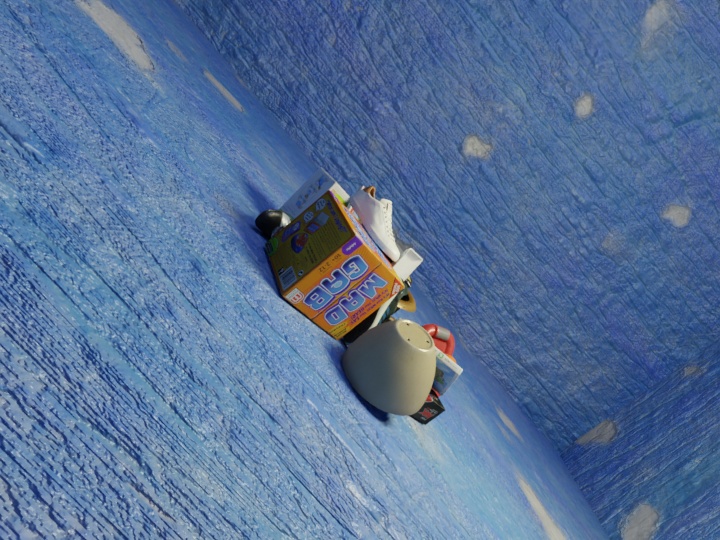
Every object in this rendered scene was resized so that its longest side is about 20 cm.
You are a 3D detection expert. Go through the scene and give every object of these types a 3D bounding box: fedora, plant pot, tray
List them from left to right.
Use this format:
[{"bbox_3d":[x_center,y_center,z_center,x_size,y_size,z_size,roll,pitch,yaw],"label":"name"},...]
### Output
[{"bbox_3d":[0.064,0.067,1.578,0.200,0.082,0.201,35,20,-14],"label":"fedora"},{"bbox_3d":[0.065,0.028,1.358,0.022,0.200,0.107,44,5,25],"label":"tray"},{"bbox_3d":[0.081,0.182,1.169,0.200,0.135,0.201,26,27,-14],"label":"plant pot"}]

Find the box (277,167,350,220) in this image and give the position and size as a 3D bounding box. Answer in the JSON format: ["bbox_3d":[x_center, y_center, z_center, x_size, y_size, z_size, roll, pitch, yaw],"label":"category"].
[{"bbox_3d":[-0.127,-0.156,1.498,0.112,0.200,0.101,43,4,-44],"label":"box"}]

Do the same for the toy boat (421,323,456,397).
[{"bbox_3d":[0.204,0.248,1.492,0.130,0.201,0.131,22,-10,-30],"label":"toy boat"}]

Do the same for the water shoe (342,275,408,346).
[{"bbox_3d":[0.042,0.103,1.299,0.071,0.200,0.079,39,1,43],"label":"water shoe"}]

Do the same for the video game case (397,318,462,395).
[{"bbox_3d":[0.145,0.210,1.321,0.182,0.022,0.200,39,-22,14],"label":"video game case"}]

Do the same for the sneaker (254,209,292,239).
[{"bbox_3d":[-0.176,-0.078,1.364,0.200,0.074,0.089,38,13,-52],"label":"sneaker"}]

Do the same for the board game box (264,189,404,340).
[{"bbox_3d":[-0.061,-0.012,1.252,0.200,0.200,0.200,44,11,-39],"label":"board game box"}]

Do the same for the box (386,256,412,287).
[{"bbox_3d":[0.000,0.000,1.440,0.199,0.200,0.050,54,23,-13],"label":"box"}]

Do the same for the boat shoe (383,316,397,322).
[{"bbox_3d":[0.124,0.195,1.455,0.200,0.072,0.068,49,25,13],"label":"boat shoe"}]

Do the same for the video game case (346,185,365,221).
[{"bbox_3d":[0.022,-0.108,1.507,0.200,0.017,0.143,58,43,-32],"label":"video game case"}]

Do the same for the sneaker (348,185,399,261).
[{"bbox_3d":[0.051,-0.118,1.317,0.200,0.085,0.073,59,9,18],"label":"sneaker"}]

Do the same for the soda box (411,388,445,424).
[{"bbox_3d":[0.123,0.297,1.327,0.200,0.071,0.063,42,14,-44],"label":"soda box"}]
